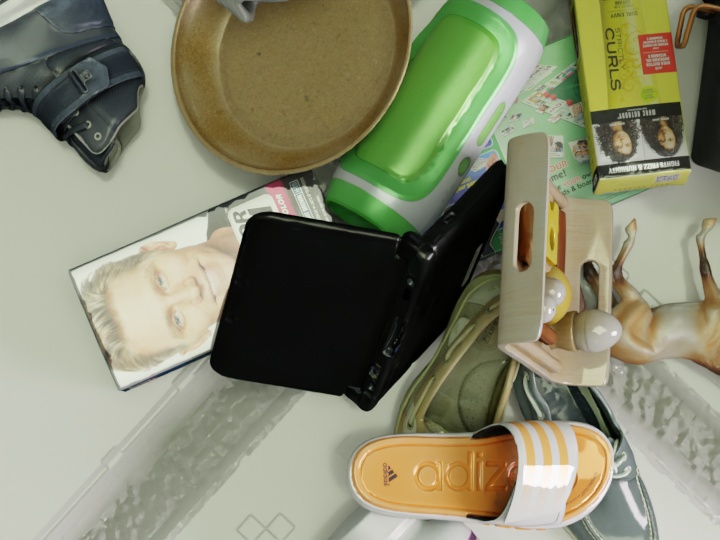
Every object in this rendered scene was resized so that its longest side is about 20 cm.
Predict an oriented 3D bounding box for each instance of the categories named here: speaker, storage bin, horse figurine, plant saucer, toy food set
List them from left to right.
[{"bbox_3d":[-0.046,-0.166,1.511,0.199,0.035,0.202,-5,77,23],"label":"plant saucer"},{"bbox_3d":[0.057,-0.115,1.507,0.088,0.088,0.201,34,82,-2],"label":"speaker"},{"bbox_3d":[0.147,-0.003,1.440,0.060,0.200,0.145,-1,77,19],"label":"toy food set"},{"bbox_3d":[0.235,0.027,1.561,0.198,0.050,0.134,1,82,-5],"label":"horse figurine"},{"bbox_3d":[0.302,-0.134,1.509,0.144,0.200,0.135,10,96,-4],"label":"storage bin"}]

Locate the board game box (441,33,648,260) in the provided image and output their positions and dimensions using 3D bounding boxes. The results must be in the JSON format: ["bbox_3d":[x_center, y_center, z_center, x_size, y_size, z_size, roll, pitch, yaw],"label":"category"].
[{"bbox_3d":[0.125,-0.094,1.569,0.199,0.029,0.135,-22,88,-5],"label":"board game box"}]

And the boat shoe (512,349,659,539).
[{"bbox_3d":[0.171,0.142,1.543,0.072,0.062,0.201,-26,90,-6],"label":"boat shoe"}]

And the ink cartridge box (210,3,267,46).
[{"bbox_3d":[-0.039,-0.248,1.567,0.200,0.050,0.161,-39,90,13],"label":"ink cartridge box"}]

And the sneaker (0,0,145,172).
[{"bbox_3d":[-0.257,-0.120,1.518,0.201,0.077,0.147,-31,87,-6],"label":"sneaker"}]

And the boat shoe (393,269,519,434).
[{"bbox_3d":[0.076,0.099,1.511,0.073,0.063,0.202,22,109,-9],"label":"boat shoe"}]

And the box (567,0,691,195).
[{"bbox_3d":[0.200,-0.162,1.533,0.075,0.050,0.202,-5,77,0],"label":"box"}]

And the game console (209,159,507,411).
[{"bbox_3d":[0.000,0.000,1.459,0.116,0.201,0.176,36,55,12],"label":"game console"}]

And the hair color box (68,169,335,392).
[{"bbox_3d":[-0.109,0.007,1.531,0.199,0.061,0.101,-24,89,-4],"label":"hair color box"}]

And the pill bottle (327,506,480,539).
[{"bbox_3d":[0.064,0.255,1.505,0.112,0.112,0.200,-44,91,-5],"label":"pill bottle"}]

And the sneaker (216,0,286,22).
[{"bbox_3d":[-0.047,-0.266,1.470,0.115,0.075,0.200,44,117,18],"label":"sneaker"}]

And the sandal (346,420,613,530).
[{"bbox_3d":[0.094,0.149,1.462,0.205,0.059,0.080,-1,82,-17],"label":"sandal"}]
